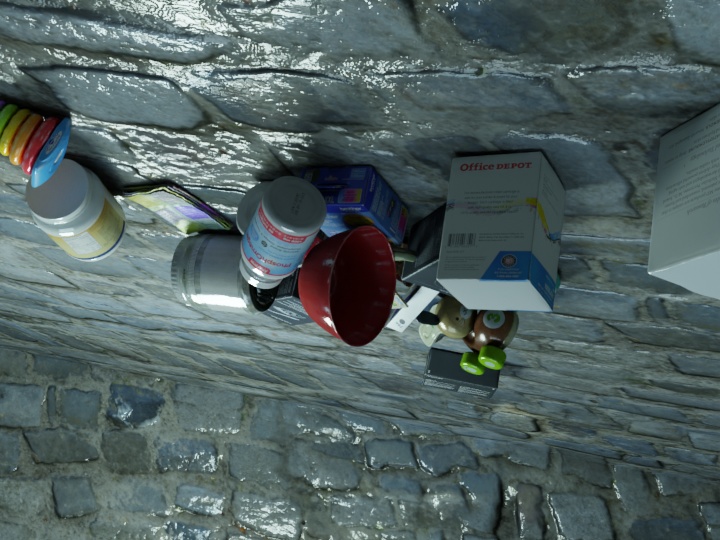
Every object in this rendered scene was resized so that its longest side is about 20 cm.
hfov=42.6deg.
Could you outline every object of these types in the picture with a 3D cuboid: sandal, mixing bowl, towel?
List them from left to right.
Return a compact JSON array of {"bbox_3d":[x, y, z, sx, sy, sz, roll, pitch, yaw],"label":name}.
[{"bbox_3d":[-0.366,-0.121,1.846,0.142,0.023,0.200,-2,156,34],"label":"towel"},{"bbox_3d":[-0.035,0.022,1.565,0.107,0.203,0.200,6,162,35],"label":"mixing bowl"},{"bbox_3d":[0.009,-0.012,1.668,0.199,0.058,0.079,-1,180,37],"label":"sandal"}]

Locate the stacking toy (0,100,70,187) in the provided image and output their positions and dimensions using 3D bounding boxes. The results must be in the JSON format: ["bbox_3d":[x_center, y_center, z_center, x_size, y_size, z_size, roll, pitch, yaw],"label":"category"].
[{"bbox_3d":[-0.596,-0.243,1.553,0.198,0.117,0.110,31,157,-11],"label":"stacking toy"}]

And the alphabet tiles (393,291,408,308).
[{"bbox_3d":[0.000,0.000,1.812,0.200,0.008,0.167,49,163,-10],"label":"alphabet tiles"}]

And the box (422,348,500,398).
[{"bbox_3d":[0.274,0.282,2.520,0.197,0.080,0.141,11,164,4],"label":"box"}]

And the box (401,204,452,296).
[{"bbox_3d":[0.184,-0.033,1.631,0.147,0.109,0.200,18,160,-18],"label":"box"}]

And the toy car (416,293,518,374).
[{"bbox_3d":[0.215,0.094,1.919,0.198,0.166,0.158,28,158,-13],"label":"toy car"}]

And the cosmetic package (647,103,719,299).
[{"bbox_3d":[0.484,-0.082,1.162,0.165,0.203,0.166,17,161,-18],"label":"cosmetic package"}]

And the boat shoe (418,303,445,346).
[{"bbox_3d":[0.198,0.113,2.134,0.067,0.073,0.200,-20,165,-24],"label":"boat shoe"}]

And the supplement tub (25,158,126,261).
[{"bbox_3d":[-0.547,-0.116,1.780,0.142,0.146,0.200,9,161,8],"label":"supplement tub"}]

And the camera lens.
[{"bbox_3d":[-0.276,0.005,1.938,0.197,0.162,0.160,5,160,20],"label":"camera lens"}]

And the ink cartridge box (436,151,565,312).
[{"bbox_3d":[0.217,-0.056,1.400,0.145,0.203,0.144,1,161,28],"label":"ink cartridge box"}]

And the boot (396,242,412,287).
[{"bbox_3d":[0.058,-0.031,1.797,0.106,0.076,0.200,25,175,27],"label":"boot"}]

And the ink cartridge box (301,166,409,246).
[{"bbox_3d":[-0.019,-0.114,1.576,0.135,0.077,0.200,2,157,28],"label":"ink cartridge box"}]

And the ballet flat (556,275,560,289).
[{"bbox_3d":[0.339,0.020,1.744,0.066,0.071,0.200,5,160,18],"label":"ballet flat"}]

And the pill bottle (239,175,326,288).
[{"bbox_3d":[-0.136,-0.056,1.525,0.107,0.110,0.200,16,143,-14],"label":"pill bottle"}]

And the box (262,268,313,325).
[{"bbox_3d":[-0.143,0.045,2.055,0.147,0.106,0.199,26,157,-36],"label":"box"}]

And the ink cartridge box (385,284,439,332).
[{"bbox_3d":[0.113,0.053,1.824,0.039,0.100,0.200,37,135,-4],"label":"ink cartridge box"}]

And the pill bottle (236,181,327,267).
[{"bbox_3d":[-0.129,-0.073,1.702,0.109,0.112,0.200,-1,157,34],"label":"pill bottle"}]
